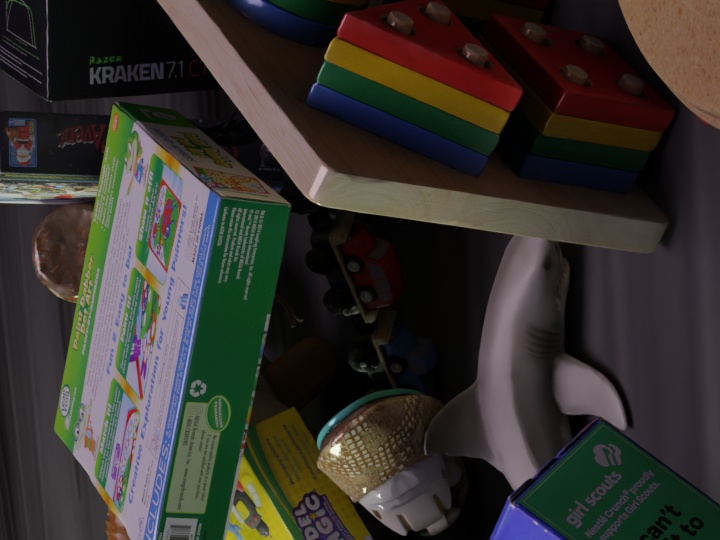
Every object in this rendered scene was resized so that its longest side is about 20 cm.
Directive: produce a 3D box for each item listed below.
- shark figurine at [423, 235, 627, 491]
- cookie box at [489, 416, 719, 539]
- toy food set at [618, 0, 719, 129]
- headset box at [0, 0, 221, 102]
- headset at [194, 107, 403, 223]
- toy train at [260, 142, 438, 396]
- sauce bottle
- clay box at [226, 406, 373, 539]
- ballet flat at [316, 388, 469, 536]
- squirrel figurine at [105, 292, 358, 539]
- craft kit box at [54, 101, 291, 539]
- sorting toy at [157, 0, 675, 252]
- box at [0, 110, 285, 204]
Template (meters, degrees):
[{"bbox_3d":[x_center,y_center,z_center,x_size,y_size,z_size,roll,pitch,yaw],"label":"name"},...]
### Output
[{"bbox_3d":[0.080,0.095,1.136,0.128,0.089,0.215,127,131,-56],"label":"shark figurine"},{"bbox_3d":[0.135,0.189,0.977,0.200,0.075,0.171,36,135,17],"label":"cookie box"},{"bbox_3d":[0.163,-0.148,0.949,0.200,0.049,0.198,33,126,55],"label":"toy food set"},{"bbox_3d":[-0.116,-0.210,1.337,0.093,0.174,0.200,32,124,57],"label":"headset box"},{"bbox_3d":[-0.021,-0.085,1.273,0.200,0.094,0.124,-4,94,53],"label":"headset"},{"bbox_3d":[0.000,0.000,1.249,0.034,0.046,0.200,-73,-34,-55],"label":"toy train"},{"bbox_3d":[-0.158,-0.006,1.506,0.200,0.066,0.066,14,-114,-81],"label":"sauce bottle"},{"bbox_3d":[-0.022,0.185,1.224,0.200,0.048,0.115,59,145,13],"label":"clay box"},{"bbox_3d":[0.027,0.105,1.201,0.065,0.070,0.200,60,-173,12],"label":"ballet flat"},{"bbox_3d":[-0.101,0.093,1.409,0.200,0.141,0.187,-56,37,29],"label":"squirrel figurine"},{"bbox_3d":[-0.106,0.030,1.236,0.198,0.048,0.200,38,119,59],"label":"craft kit box"},{"bbox_3d":[0.029,-0.102,1.072,0.200,0.199,0.070,53,126,44],"label":"sorting toy"},{"bbox_3d":[-0.145,-0.065,1.401,0.137,0.200,0.038,-12,78,62],"label":"box"}]
